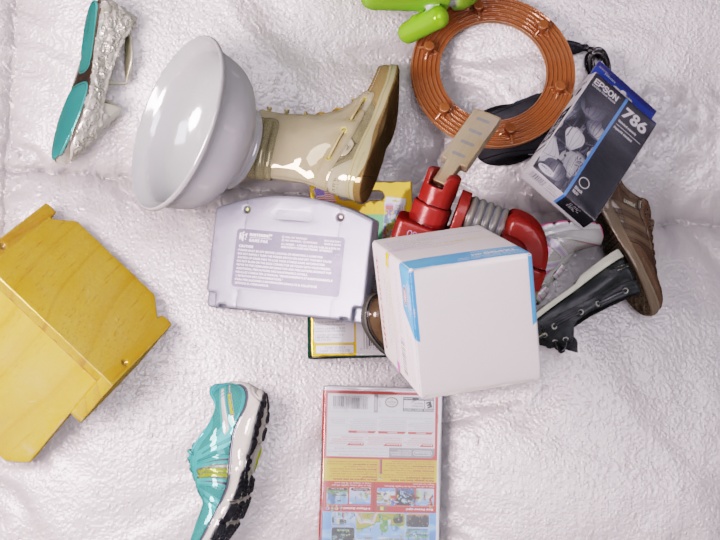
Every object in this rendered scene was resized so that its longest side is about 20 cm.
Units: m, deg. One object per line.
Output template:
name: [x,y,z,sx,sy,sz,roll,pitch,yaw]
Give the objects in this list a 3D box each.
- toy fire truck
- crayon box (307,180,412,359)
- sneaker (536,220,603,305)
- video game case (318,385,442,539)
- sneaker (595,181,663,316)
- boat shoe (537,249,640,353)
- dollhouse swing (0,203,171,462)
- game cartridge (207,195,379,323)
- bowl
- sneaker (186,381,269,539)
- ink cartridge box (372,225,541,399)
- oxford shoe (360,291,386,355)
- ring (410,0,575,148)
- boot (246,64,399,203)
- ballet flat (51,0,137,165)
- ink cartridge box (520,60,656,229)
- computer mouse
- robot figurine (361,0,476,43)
toy fire truck: [0.134,-0.065,1.535,0.174,0.129,0.203,19,103,2]
crayon box: [0.000,0.000,1.607,0.124,0.052,0.203,0,85,-8]
sneaker: [0.197,0.000,1.625,0.197,0.081,0.089,-21,88,-1]
video game case: [0.024,0.237,1.603,0.141,0.017,0.203,3,84,-8]
sneaker: [0.325,-0.048,1.648,0.075,0.070,0.202,-26,90,-16]
boat shoe: [0.241,0.062,1.609,0.199,0.075,0.066,-39,80,-1]
dollhouse swing: [-0.360,0.079,1.559,0.200,0.176,0.182,42,39,-1]
game cartridge: [-0.076,-0.016,1.565,0.197,0.041,0.135,6,91,21]
bowl: [-0.172,-0.151,1.548,0.090,0.200,0.204,20,81,-32]
sneaker: [-0.160,0.225,1.563,0.078,0.078,0.203,11,77,13]
ink cartridge box: [0.091,0.034,1.401,0.123,0.200,0.131,-8,103,-9]
oxford shoe: [0.085,0.073,1.548,0.199,0.084,0.074,26,70,-35]
ring: [0.158,-0.240,1.644,0.197,0.019,0.203,0,69,-1]
boot: [-0.041,-0.171,1.602,0.153,0.073,0.202,10,55,14]
ballet flat: [-0.297,-0.213,1.584,0.071,0.072,0.203,14,83,-6]
ink cartridge box: [0.275,-0.155,1.611,0.099,0.039,0.201,38,64,-6]
computer mouse: [0.224,-0.206,1.661,0.197,0.046,0.143,-8,86,-8]
robot figurine: [0.066,-0.364,1.621,0.197,0.116,0.178,-1,76,-8]
